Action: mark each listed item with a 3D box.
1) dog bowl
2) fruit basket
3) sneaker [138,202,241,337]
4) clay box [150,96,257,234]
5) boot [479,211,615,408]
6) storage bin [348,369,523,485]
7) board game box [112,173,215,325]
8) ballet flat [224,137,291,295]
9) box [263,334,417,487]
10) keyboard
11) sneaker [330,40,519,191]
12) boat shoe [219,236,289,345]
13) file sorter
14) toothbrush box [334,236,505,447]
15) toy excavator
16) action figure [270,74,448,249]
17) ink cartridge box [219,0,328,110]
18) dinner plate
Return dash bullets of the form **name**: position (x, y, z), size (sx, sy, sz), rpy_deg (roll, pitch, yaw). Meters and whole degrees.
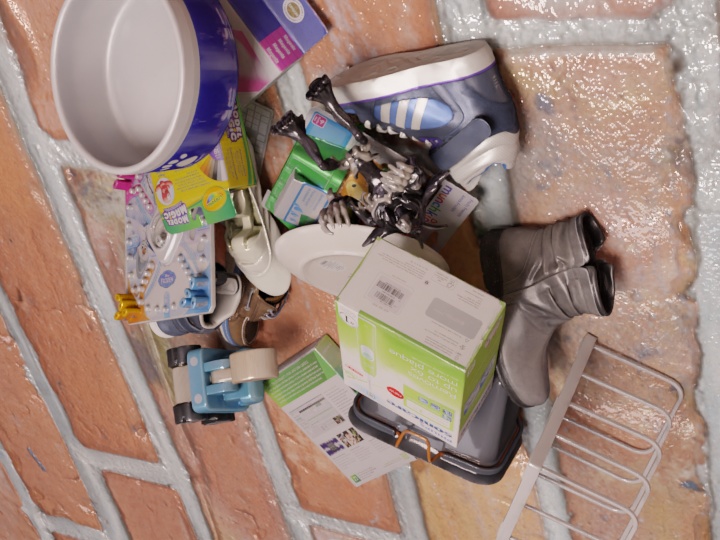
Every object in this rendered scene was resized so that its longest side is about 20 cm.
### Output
- **dog bowl**: position (-0.216, -0.198, 1.112), size (0.198, 0.078, 0.203), rpy_deg (7, 101, 38)
- **fruit basket**: position (0.002, -0.068, 1.204), size (0.199, 0.094, 0.186), rpy_deg (33, 143, -3)
- **sneaker**: position (-0.201, -0.023, 1.335), size (0.145, 0.076, 0.206), rpy_deg (-5, 90, 55)
- **clay box**: position (-0.176, -0.147, 1.171), size (0.114, 0.047, 0.203), rpy_deg (-11, 93, 39)
- **boot**: position (0.199, 0.047, 1.151), size (0.130, 0.070, 0.203), rpy_deg (-5, 105, 38)
- **storage bin**: position (0.094, 0.134, 1.289), size (0.198, 0.146, 0.136), rpy_deg (22, 125, 18)
- **board game box**: position (-0.232, -0.045, 1.296), size (0.199, 0.026, 0.203), rpy_deg (-10, 80, 51)
- **ballet flat**: position (-0.135, -0.058, 1.281), size (0.069, 0.069, 0.203), rpy_deg (-5, 107, 37)
- **box**: position (-0.025, 0.188, 1.481), size (0.200, 0.036, 0.144), rpy_deg (47, 137, -9)
- **keyboard**: position (-0.143, -0.122, 1.322), size (0.056, 0.011, 0.201), rpy_deg (29, 136, 11)
- **sneaker**: position (0.062, -0.138, 1.114), size (0.198, 0.081, 0.148), rpy_deg (-6, 117, 31)
- **boat shoe**: position (-0.130, 0.027, 1.392), size (0.072, 0.073, 0.202), rpy_deg (20, 136, 13)
- **file sorter**: position (0.245, 0.200, 1.183), size (0.123, 0.201, 0.140), rpy_deg (24, 136, 12)
- **toothbrush box**: position (0.059, 0.077, 1.131), size (0.144, 0.087, 0.201), rpy_deg (28, 157, 16)
- **toy excavator**: position (-0.161, 0.134, 1.443), size (0.198, 0.194, 0.101), rpy_deg (-14, 78, 23)
- **action figure**: position (0.004, -0.085, 1.080), size (0.119, 0.102, 0.200), rpy_deg (-39, 107, 25)
- **ink cartridge box**: position (-0.157, -0.272, 1.178), size (0.197, 0.043, 0.199), rpy_deg (52, 137, -7)
- **dinner plate**: position (0.000, 0.000, 1.241), size (0.197, 0.025, 0.201), rpy_deg (8, 156, 4)
